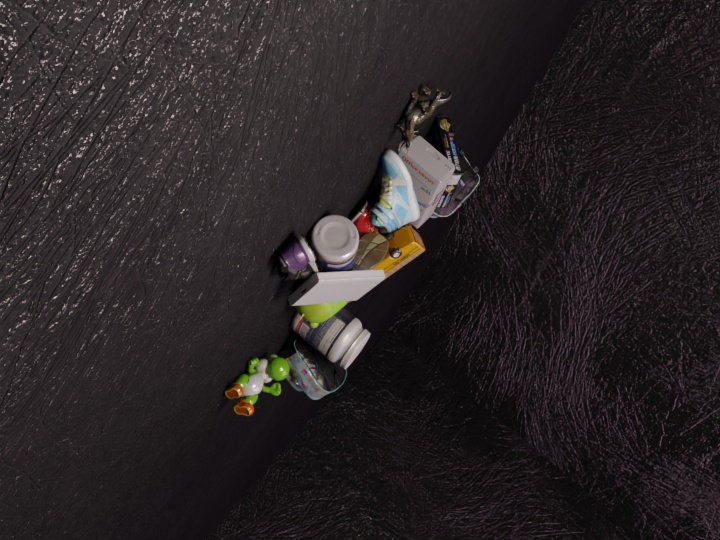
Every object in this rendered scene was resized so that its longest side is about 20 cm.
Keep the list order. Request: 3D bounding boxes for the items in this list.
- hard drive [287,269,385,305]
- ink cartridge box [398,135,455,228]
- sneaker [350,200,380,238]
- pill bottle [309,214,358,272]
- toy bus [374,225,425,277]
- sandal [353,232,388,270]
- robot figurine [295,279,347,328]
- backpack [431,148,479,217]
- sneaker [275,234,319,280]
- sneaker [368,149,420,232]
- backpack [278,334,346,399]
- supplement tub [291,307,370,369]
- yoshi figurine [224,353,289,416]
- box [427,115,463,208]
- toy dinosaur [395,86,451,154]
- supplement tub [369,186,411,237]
[{"bbox_3d":[-0.054,0.039,1.528,0.196,0.027,0.131,-3,155,-41],"label":"hard drive"},{"bbox_3d":[0.153,-0.239,1.790,0.084,0.144,0.202,-41,165,-36],"label":"ink cartridge box"},{"bbox_3d":[0.018,-0.115,1.743,0.078,0.084,0.201,-51,170,-15],"label":"sneaker"},{"bbox_3d":[-0.067,-0.033,1.539,0.111,0.110,0.201,-49,168,-24],"label":"pill bottle"},{"bbox_3d":[0.070,-0.034,1.762,0.198,0.066,0.078,-35,139,20],"label":"toy bus"},{"bbox_3d":[0.000,-0.011,1.688,0.203,0.079,0.054,-60,-172,-19],"label":"sandal"},{"bbox_3d":[-0.095,0.061,1.702,0.200,0.114,0.178,-37,154,-58],"label":"robot figurine"},{"bbox_3d":[0.246,-0.267,2.046,0.201,0.178,0.150,-50,-160,-16],"label":"backpack"},{"bbox_3d":[-0.143,-0.015,1.417,0.086,0.077,0.200,-32,167,-7],"label":"sneaker"},{"bbox_3d":[0.065,-0.183,1.625,0.129,0.079,0.203,-31,120,-13],"label":"sneaker"},{"bbox_3d":[-0.142,0.284,1.993,0.153,0.201,0.176,-40,-179,35],"label":"backpack"},{"bbox_3d":[-0.084,0.165,1.861,0.141,0.198,0.141,-50,170,-12],"label":"supplement tub"},{"bbox_3d":[-0.255,0.284,1.732,0.200,0.110,0.114,-46,162,-51],"label":"yoshi figurine"},{"bbox_3d":[0.231,-0.306,1.871,0.160,0.045,0.205,110,-24,-60],"label":"box"},{"bbox_3d":[0.141,-0.375,1.546,0.201,0.076,0.102,-54,-176,-33],"label":"toy dinosaur"},{"bbox_3d":[0.087,-0.125,1.801,0.107,0.105,0.202,-48,147,-25],"label":"supplement tub"}]
